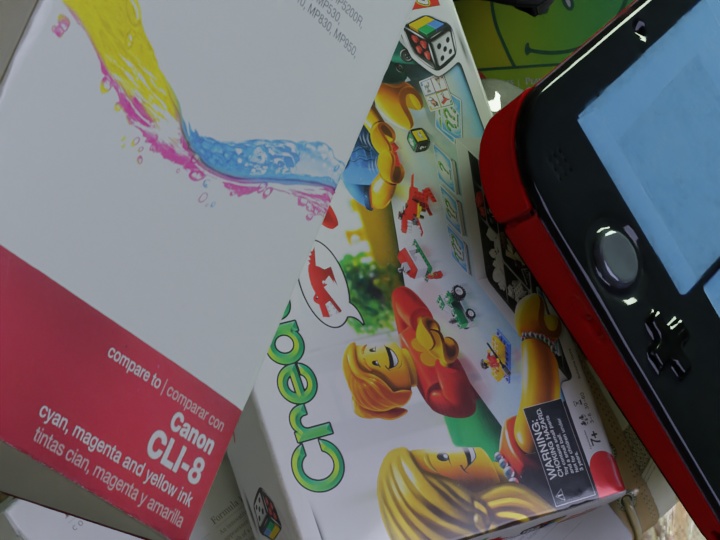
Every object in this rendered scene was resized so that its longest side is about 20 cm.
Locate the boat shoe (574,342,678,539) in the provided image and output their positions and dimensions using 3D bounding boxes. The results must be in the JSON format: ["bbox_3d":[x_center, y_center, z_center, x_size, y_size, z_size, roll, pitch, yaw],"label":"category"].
[{"bbox_3d":[0.050,0.013,0.928,0.201,0.073,0.063,46,71,-2],"label":"boat shoe"}]

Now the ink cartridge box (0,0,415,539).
[{"bbox_3d":[-0.100,-0.049,0.713,0.145,0.145,0.201,39,70,-48],"label":"ink cartridge box"}]

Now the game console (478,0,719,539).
[{"bbox_3d":[0.135,-0.016,0.900,0.177,0.031,0.200,55,44,-6],"label":"game console"}]

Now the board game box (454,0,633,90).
[{"bbox_3d":[0.084,-0.168,1.087,0.048,0.101,0.201,-6,93,-82],"label":"board game box"}]

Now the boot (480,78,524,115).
[{"bbox_3d":[0.133,-0.030,1.014,0.200,0.131,0.070,30,62,-40],"label":"boot"}]

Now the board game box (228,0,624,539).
[{"bbox_3d":[0.000,0.000,0.844,0.126,0.035,0.201,-13,78,-30],"label":"board game box"}]

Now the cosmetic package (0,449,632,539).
[{"bbox_3d":[-0.018,0.093,0.860,0.200,0.052,0.151,-37,95,-36],"label":"cosmetic package"}]

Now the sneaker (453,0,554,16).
[{"bbox_3d":[0.074,-0.157,1.035,0.200,0.066,0.091,-29,118,-11],"label":"sneaker"}]
